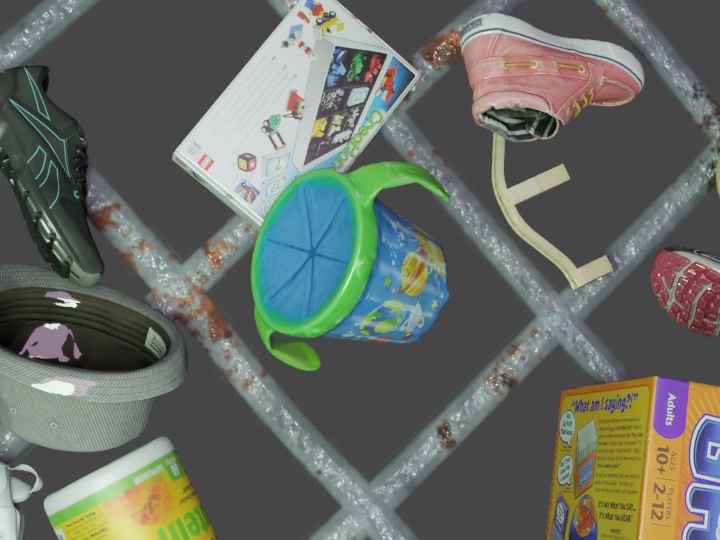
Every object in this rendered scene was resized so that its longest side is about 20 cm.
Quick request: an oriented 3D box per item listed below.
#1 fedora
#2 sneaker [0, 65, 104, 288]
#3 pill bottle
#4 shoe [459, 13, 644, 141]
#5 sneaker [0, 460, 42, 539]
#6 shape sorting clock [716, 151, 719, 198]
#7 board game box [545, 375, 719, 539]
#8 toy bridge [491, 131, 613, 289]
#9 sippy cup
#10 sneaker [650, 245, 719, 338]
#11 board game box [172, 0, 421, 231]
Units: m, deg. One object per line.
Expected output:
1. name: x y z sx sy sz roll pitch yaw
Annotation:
1. fedora: -0.233 0.078 0.992 0.197 0.177 0.091 17 111 6
2. sneaker: -0.251 -0.082 1.029 0.079 0.075 0.202 -26 81 -23
3. pill bottle: -0.156 0.243 0.989 0.110 0.111 0.202 -26 88 -15
4. shoe: 0.174 -0.155 1.115 0.198 0.071 0.092 10 65 -32
5. sneaker: -0.329 0.222 0.972 0.114 0.075 0.202 23 74 -5
6. shape sorting clock: 0.416 -0.056 1.172 0.197 0.039 0.202 12 52 -15
7. board game box: 0.281 0.206 1.045 0.197 0.200 0.203 9 80 -11
8. toy bridge: 0.156 -0.076 1.148 0.067 0.027 0.202 -24 86 -14
9. sippy cup: 0.000 0.000 1.042 0.129 0.177 0.142 19 63 -40
10. sneaker: 0.357 0.021 1.161 0.198 0.081 0.075 19 50 -9
11. board game box: -0.054 -0.135 1.106 0.126 0.035 0.201 39 76 -5
